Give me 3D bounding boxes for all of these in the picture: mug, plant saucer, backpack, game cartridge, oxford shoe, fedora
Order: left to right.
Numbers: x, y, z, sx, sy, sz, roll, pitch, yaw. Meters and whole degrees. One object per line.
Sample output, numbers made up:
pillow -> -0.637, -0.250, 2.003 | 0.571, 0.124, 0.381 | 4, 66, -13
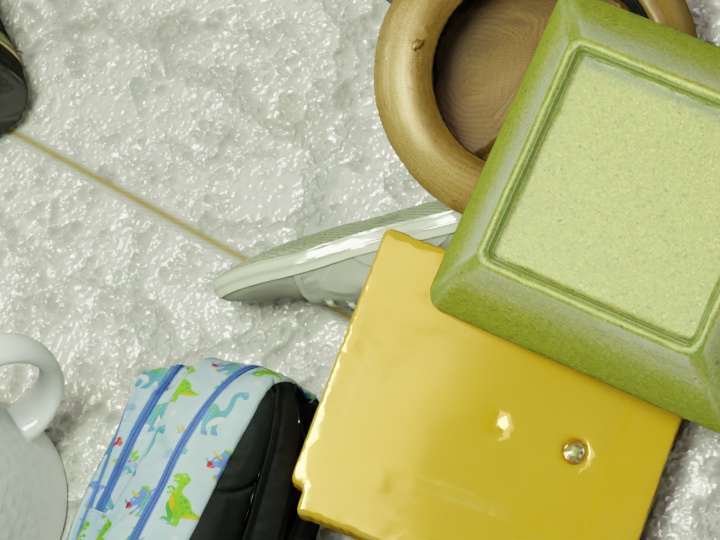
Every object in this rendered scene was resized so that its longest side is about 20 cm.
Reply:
mug -> -0.268, 0.113, 1.599 | 0.200, 0.175, 0.148 | -41, 59, 6
backpack -> -0.091, 0.147, 1.518 | 0.153, 0.163, 0.200 | 21, 73, 38
oxford shoe -> 0.000, 0.000, 1.583 | 0.199, 0.075, 0.058 | -12, 102, 23
game cartridge -> 0.077, 0.090, 1.484 | 0.199, 0.032, 0.177 | 20, 78, 8
fedora -> 0.102, -0.114, 1.545 | 0.200, 0.082, 0.202 | 1, 83, -7
plant saucer -> 0.156, -0.038, 1.437 | 0.199, 0.048, 0.200 | 24, 89, 20

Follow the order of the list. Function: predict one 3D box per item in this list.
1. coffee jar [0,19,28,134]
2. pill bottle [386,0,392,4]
coffee jar -> -0.298, -0.181, 1.768 | 0.085, 0.104, 0.201 | -31, 61, 15
pill bottle -> 0.034, -0.227, 1.570 | 0.116, 0.200, 0.117 | -9, 68, 22
